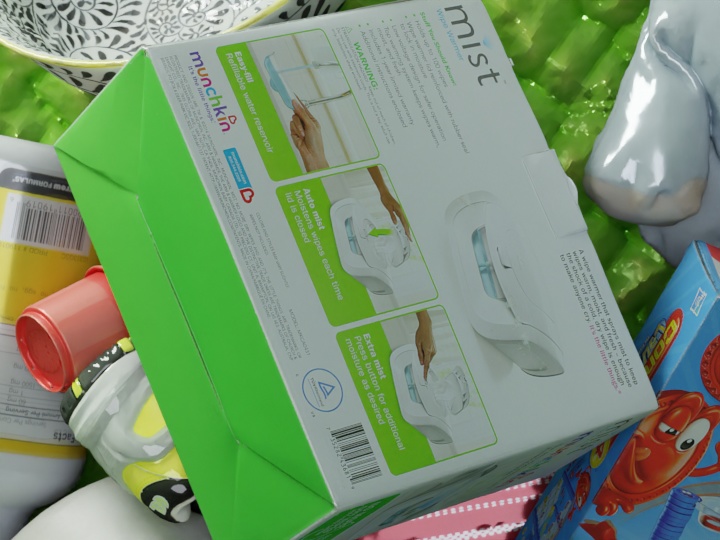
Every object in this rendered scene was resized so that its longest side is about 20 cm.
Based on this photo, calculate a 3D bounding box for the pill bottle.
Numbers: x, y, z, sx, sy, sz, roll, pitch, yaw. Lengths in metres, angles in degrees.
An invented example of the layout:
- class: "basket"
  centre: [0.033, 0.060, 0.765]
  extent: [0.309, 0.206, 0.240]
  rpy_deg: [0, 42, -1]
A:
- class: "pill bottle"
  centre: [-0.171, 0.040, 1.212]
  extent: [0.112, 0.112, 0.201]
  rpy_deg: [11, 90, 0]

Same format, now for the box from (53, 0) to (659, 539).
- class: "box"
  centre: [0.000, 0.000, 1.115]
  extent: [0.176, 0.097, 0.200]
  rpy_deg: [-15, 76, -37]

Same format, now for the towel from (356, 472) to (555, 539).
- class: "towel"
  centre: [0.051, 0.093, 1.259]
  extent: [0.144, 0.022, 0.201]
  rpy_deg: [-10, 88, 2]

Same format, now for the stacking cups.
- class: "stacking cups"
  centre: [-0.061, -0.002, 1.195]
  extent: [0.200, 0.060, 0.061]
  rpy_deg: [-26, 90, -29]

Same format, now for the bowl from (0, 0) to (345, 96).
- class: "bowl"
  centre: [-0.074, -0.137, 1.204]
  extent: [0.200, 0.094, 0.201]
  rpy_deg: [-10, 50, 12]

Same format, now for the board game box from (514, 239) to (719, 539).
- class: "board game box"
  centre: [0.187, 0.114, 1.188]
  extent: [0.200, 0.056, 0.196]
  rpy_deg: [23, 113, -14]

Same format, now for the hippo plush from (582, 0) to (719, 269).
- class: "hippo plush"
  centre: [0.208, -0.081, 1.166]
  extent: [0.161, 0.159, 0.201]
  rpy_deg: [19, 102, 35]

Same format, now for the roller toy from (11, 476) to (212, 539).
- class: "roller toy"
  centre: [-0.080, 0.186, 1.178]
  extent: [0.182, 0.140, 0.200]
  rpy_deg: [-20, 124, -16]

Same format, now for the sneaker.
- class: "sneaker"
  centre: [-0.035, 0.060, 1.176]
  extent: [0.200, 0.075, 0.076]
  rpy_deg: [-16, 63, -38]
